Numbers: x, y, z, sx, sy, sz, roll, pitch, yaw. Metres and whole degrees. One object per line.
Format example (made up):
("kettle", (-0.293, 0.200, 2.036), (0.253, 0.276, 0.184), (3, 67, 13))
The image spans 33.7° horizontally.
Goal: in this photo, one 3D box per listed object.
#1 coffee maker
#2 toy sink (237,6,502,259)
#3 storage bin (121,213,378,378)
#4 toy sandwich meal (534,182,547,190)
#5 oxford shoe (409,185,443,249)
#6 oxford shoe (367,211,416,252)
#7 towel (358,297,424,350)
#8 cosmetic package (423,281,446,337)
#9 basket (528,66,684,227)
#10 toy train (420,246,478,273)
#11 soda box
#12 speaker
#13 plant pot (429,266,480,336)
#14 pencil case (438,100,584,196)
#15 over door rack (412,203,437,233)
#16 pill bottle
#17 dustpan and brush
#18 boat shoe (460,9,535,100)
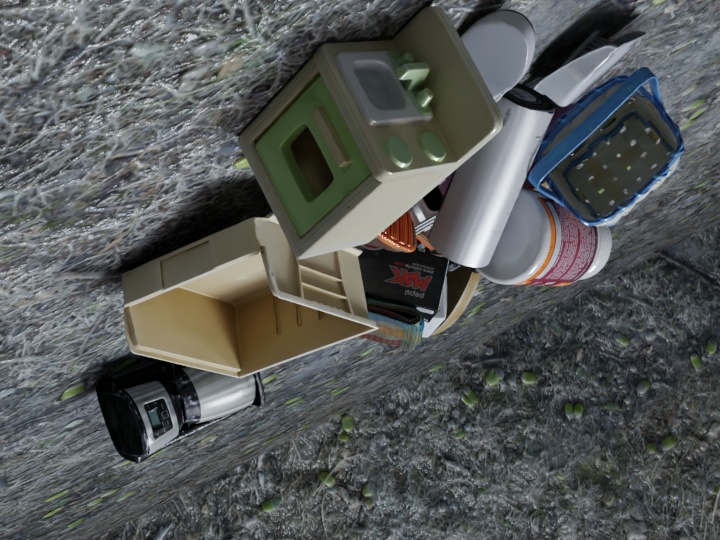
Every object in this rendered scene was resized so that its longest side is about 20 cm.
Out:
("coffee maker", (-0.258, 0.182, 1.662), (0.198, 0.136, 0.192), (-21, 167, -29))
("toy sink", (0.003, -0.120, 1.038), (0.111, 0.132, 0.200), (-14, 162, -48))
("storage bin", (-0.120, 0.031, 1.275), (0.198, 0.095, 0.198), (-20, 157, 29))
("toy sandwich meal", (0.204, -0.123, 1.655), (0.204, 0.071, 0.205), (-33, 179, -1))
("oxford shoe", (0.093, -0.077, 1.574), (0.072, 0.072, 0.199), (-41, 166, 20))
("oxford shoe", (-0.015, -0.065, 1.287), (0.072, 0.072, 0.199), (-22, 145, 35))
("towel", (0.006, 0.062, 1.450), (0.145, 0.022, 0.200), (13, 167, 5))
("cosmetic package", (0.015, 0.044, 1.689), (0.197, 0.075, 0.102), (6, 160, -11))
("basket", (0.281, -0.138, 1.373), (0.176, 0.140, 0.200), (-41, 161, 8))
("toy train", (0.111, -0.025, 1.673), (0.197, 0.047, 0.034), (5, -173, 16))
("soda box", (0.000, 0.000, 1.405), (0.197, 0.072, 0.063), (14, 164, -4))
("speaker", (0.144, -0.106, 1.332), (0.081, 0.081, 0.202), (-14, 132, -49))
("plant pot", (0.135, 0.009, 1.784), (0.027, 0.202, 0.200), (23, 144, -18))
("pencil case", (0.197, -0.141, 1.513), (0.199, 0.088, 0.087), (-31, 168, 15))
("over door rack", (0.050, -0.103, 1.399), (0.147, 0.067, 0.200), (-30, 154, 4))
("pill bottle", (0.225, -0.038, 1.463), (0.114, 0.115, 0.199), (-36, 158, 31))
("dustpan and brush", (0.229, -0.219, 1.366), (0.200, 0.057, 0.139), (-44, 174, 31))
("boat shoe", (0.128, -0.203, 1.174), (0.070, 0.071, 0.200), (-53, 175, -27))
